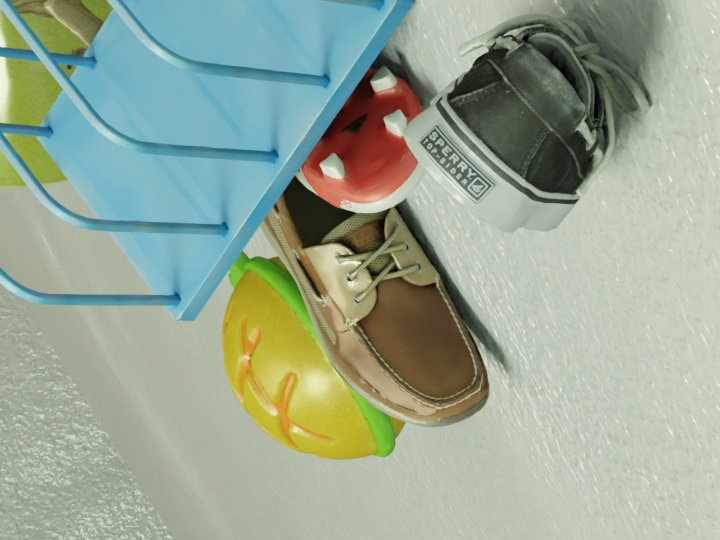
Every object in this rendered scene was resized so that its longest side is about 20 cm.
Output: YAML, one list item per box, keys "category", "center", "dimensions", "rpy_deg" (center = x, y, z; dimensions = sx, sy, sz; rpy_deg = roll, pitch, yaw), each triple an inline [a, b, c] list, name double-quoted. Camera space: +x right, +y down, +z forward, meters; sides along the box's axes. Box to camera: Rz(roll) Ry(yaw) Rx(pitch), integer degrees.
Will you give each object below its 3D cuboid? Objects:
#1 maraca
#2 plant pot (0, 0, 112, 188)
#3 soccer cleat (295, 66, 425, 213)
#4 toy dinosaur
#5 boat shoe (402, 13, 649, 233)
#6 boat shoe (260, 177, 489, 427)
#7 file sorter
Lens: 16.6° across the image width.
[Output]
- category: "maraca"
  center: [-0.033, 0.046, 1.481]
  dimensions: [0.137, 0.107, 0.200]
  rpy_deg: [64, 167, -23]
- category: "plant pot"
  center: [-0.219, -0.187, 1.576]
  dimensions: [0.187, 0.187, 0.200]
  rpy_deg: [46, 147, 47]
- category: "soccer cleat"
  center: [-0.005, -0.063, 1.229]
  dimensions: [0.085, 0.069, 0.200]
  rpy_deg: [56, 174, -29]
- category: "toy dinosaur"
  center: [-0.100, -0.095, 1.309]
  dimensions: [0.200, 0.058, 0.101]
  rpy_deg: [31, -143, -34]
- category: "boat shoe"
  center: [0.065, -0.062, 0.932]
  dimensions: [0.074, 0.068, 0.199]
  rpy_deg: [46, -170, 8]
- category: "boat shoe"
  center: [0.000, 0.000, 1.330]
  dimensions: [0.200, 0.076, 0.072]
  rpy_deg: [51, 163, 28]
- category: "file sorter"
  center: [-0.104, -0.096, 1.144]
  dimensions: [0.123, 0.200, 0.139]
  rpy_deg: [1, -138, -50]
